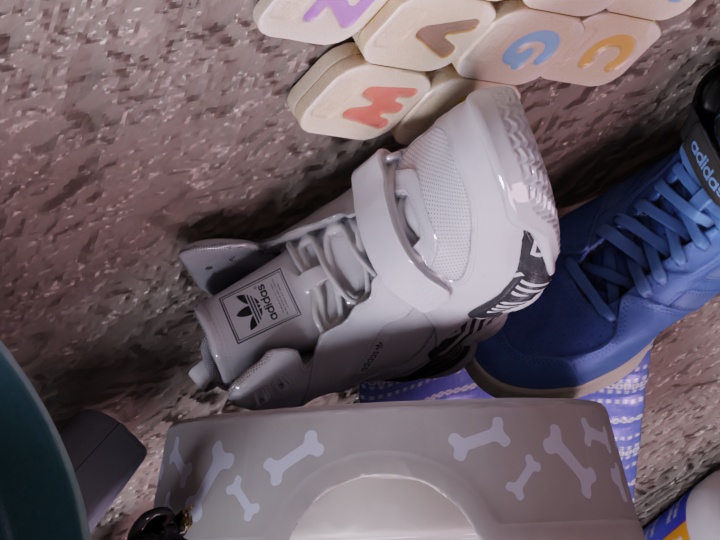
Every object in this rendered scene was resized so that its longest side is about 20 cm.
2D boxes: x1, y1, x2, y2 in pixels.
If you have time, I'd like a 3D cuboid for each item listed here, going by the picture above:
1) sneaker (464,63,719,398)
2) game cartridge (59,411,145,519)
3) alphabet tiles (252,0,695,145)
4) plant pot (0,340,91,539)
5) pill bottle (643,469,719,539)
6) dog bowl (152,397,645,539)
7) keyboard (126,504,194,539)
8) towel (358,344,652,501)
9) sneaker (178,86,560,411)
[{"bbox_3d":[0.128,-0.024,1.202,0.199,0.077,0.111,-27,159,-15],"label":"sneaker"},{"bbox_3d":[-0.164,0.144,1.212,0.200,0.040,0.133,-51,175,37],"label":"game cartridge"},{"bbox_3d":[0.064,-0.112,1.074,0.195,0.015,0.200,5,139,-45],"label":"alphabet tiles"},{"bbox_3d":[-0.228,0.108,1.025,0.188,0.201,0.200,-34,152,29],"label":"plant pot"},{"bbox_3d":[0.192,0.174,1.573,0.112,0.112,0.200,7,138,-46],"label":"pill bottle"},{"bbox_3d":[0.012,0.085,1.178,0.199,0.059,0.200,-3,175,0],"label":"dog bowl"},{"bbox_3d":[-0.118,0.150,1.104,0.200,0.021,0.127,-44,-171,42],"label":"keyboard"},{"bbox_3d":[0.066,0.068,1.318,0.144,0.024,0.201,-15,133,-19],"label":"towel"},{"bbox_3d":[0.000,0.000,1.127,0.114,0.075,0.200,-15,162,-19],"label":"sneaker"}]
